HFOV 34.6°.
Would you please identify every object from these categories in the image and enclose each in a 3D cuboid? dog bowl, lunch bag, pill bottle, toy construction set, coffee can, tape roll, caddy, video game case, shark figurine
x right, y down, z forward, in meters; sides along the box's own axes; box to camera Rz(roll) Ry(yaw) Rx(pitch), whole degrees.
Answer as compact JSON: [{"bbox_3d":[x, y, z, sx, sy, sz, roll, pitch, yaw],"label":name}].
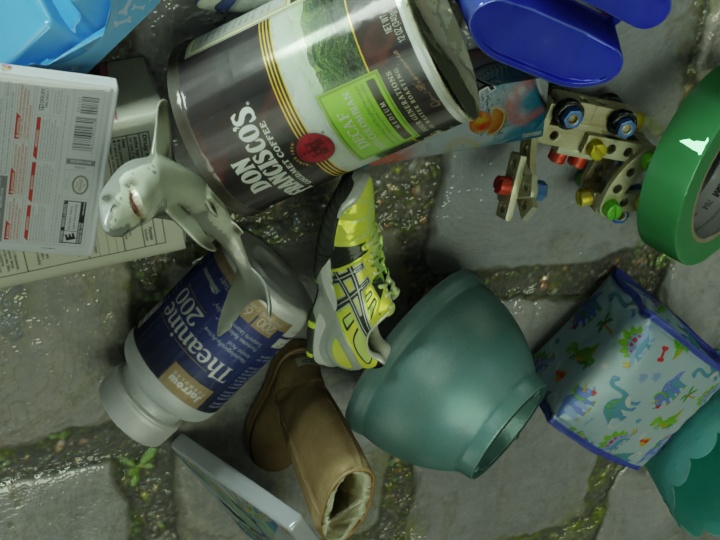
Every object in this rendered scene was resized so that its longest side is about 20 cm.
[{"bbox_3d":[-0.216,-0.197,0.848,0.200,0.112,0.050,-41,144,9],"label":"dog bowl"},{"bbox_3d":[0.308,0.123,1.303,0.199,0.128,0.170,34,108,-28],"label":"lunch bag"},{"bbox_3d":[-0.147,0.067,1.071,0.200,0.111,0.111,-44,130,12],"label":"pill bottle"},{"bbox_3d":[0.208,-0.105,1.116,0.198,0.092,0.132,-3,127,-35],"label":"toy construction set"},{"bbox_3d":[-0.027,-0.146,0.888,0.198,0.147,0.147,-22,134,19],"label":"coffee can"},{"bbox_3d":[0.352,-0.105,1.146,0.200,0.048,0.202,-33,140,-34],"label":"tape roll"},{"bbox_3d":[0.164,-0.246,0.975,0.198,0.106,0.142,16,134,-28],"label":"caddy"},{"bbox_3d":[-0.093,0.264,1.194,0.022,0.199,0.183,-47,134,-19],"label":"video game case"},{"bbox_3d":[-0.147,-0.038,0.886,0.089,0.130,0.214,-16,152,20],"label":"shark figurine"},{"bbox_3d":[-0.280,-0.081,0.817,0.198,0.018,0.144,4,123,-21],"label":"video game case"}]

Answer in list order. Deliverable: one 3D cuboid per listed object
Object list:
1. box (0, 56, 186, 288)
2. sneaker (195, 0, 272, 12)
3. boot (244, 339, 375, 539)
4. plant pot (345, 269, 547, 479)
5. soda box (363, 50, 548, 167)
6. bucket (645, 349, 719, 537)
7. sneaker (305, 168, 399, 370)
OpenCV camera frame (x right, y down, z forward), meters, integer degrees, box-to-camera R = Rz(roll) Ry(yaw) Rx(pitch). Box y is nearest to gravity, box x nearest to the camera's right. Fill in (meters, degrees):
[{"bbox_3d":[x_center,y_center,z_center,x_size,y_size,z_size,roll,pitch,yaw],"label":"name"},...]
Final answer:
[{"bbox_3d":[-0.250,-0.076,0.918,0.198,0.109,0.129,-13,127,-14],"label":"box"},{"bbox_3d":[-0.099,-0.280,0.853,0.087,0.076,0.202,-14,129,-12],"label":"sneaker"},{"bbox_3d":[-0.055,0.192,1.146,0.065,0.201,0.177,-2,126,-22],"label":"boot"},{"bbox_3d":[0.099,0.120,1.143,0.200,0.134,0.201,-43,159,-21],"label":"plant pot"},{"bbox_3d":[0.064,-0.146,1.027,0.198,0.069,0.064,-12,129,-14],"label":"soda box"},{"bbox_3d":[0.438,0.208,1.416,0.205,0.135,0.209,-11,129,-14],"label":"bucket"},{"bbox_3d":[0.000,0.000,1.026,0.075,0.076,0.202,12,125,10],"label":"sneaker"}]
